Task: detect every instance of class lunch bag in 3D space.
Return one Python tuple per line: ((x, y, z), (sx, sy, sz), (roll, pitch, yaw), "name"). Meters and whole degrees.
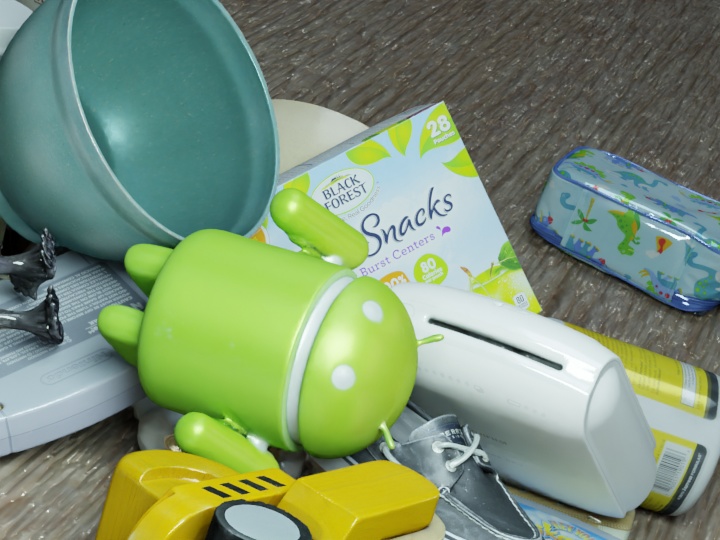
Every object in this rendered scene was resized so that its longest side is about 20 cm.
((0.270, -0.041, 2.274), (0.200, 0.082, 0.161), (26, 22, 12), "lunch bag")

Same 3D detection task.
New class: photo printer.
((0.098, 0.080, 1.551), (0.166, 0.069, 0.200), (19, -18, 23), "photo printer")

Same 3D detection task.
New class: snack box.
((0.000, 0.000, 1.678), (0.200, 0.169, 0.068), (-28, 8, -20), "snack box")

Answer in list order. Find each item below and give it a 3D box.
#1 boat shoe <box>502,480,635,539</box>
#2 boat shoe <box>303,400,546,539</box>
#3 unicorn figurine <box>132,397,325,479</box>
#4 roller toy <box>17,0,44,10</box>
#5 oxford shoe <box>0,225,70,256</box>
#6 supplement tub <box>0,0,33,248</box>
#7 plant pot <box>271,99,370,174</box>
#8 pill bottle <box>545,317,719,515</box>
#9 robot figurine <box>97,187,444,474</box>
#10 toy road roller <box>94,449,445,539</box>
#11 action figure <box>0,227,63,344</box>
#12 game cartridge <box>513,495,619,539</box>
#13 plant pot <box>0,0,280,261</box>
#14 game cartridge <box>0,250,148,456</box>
((0.099, 0.139, 1.673), (0.200, 0.076, 0.072), (27, 21, 13), "boat shoe")
((0.047, 0.122, 1.490), (0.072, 0.068, 0.200), (-4, 31, -46), "boat shoe")
((-0.103, 0.107, 1.582), (0.200, 0.074, 0.137), (28, 10, -8), "unicorn figurine")
((-0.235, -0.278, 2.293), (0.200, 0.140, 0.182), (13, 11, -15), "roller toy")
((-0.231, -0.013, 1.765), (0.084, 0.073, 0.200), (7, 17, 5), "oxford shoe")
((-0.304, -0.093, 1.666), (0.145, 0.200, 0.145), (14, 17, -5), "supplement tub")
((-0.053, -0.009, 1.779), (0.200, 0.200, 0.134), (22, 54, 2), "plant pot")
((0.162, 0.100, 1.780), (0.200, 0.112, 0.112), (19, 21, -7), "pill bottle")
((-0.055, 0.044, 1.464), (0.200, 0.176, 0.116), (17, -18, 19), "robot figurine")
((-0.063, 0.164, 1.394), (0.146, 0.123, 0.200), (31, 23, 35), "toy road roller")
((-0.289, 0.012, 1.503), (0.200, 0.102, 0.119), (-6, 51, -4), "action figure")
((0.126, 0.198, 1.543), (0.200, 0.040, 0.133), (23, 17, 5), "game cartridge")
((-0.167, -0.090, 1.571), (0.200, 0.134, 0.200), (32, 48, -44), "plant pot")
((-0.202, 0.051, 1.554), (0.200, 0.040, 0.133), (-24, 39, -25), "game cartridge")
